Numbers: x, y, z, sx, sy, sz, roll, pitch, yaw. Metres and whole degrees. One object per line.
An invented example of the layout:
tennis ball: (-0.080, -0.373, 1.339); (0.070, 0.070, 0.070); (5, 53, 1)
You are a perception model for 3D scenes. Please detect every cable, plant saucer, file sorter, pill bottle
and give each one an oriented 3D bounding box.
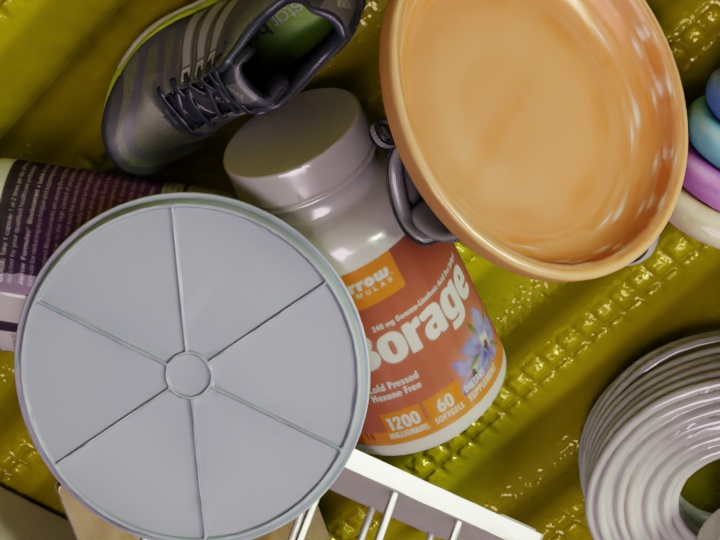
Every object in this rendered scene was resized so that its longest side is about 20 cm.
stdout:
cable: (0.234, 0.130, 1.405); (0.200, 0.069, 0.200); (39, 120, -20)
plant saucer: (0.088, -0.089, 1.201); (0.200, 0.201, 0.037); (39, 148, -20)
file sorter: (-0.022, 0.174, 1.377); (0.199, 0.125, 0.139); (27, 167, -21)
pill bottle: (-0.174, -0.005, 1.326); (0.198, 0.112, 0.112); (9, 126, -1)
pill bottle: (0.000, 0.000, 1.310); (0.112, 0.112, 0.201); (-17, 122, 17)

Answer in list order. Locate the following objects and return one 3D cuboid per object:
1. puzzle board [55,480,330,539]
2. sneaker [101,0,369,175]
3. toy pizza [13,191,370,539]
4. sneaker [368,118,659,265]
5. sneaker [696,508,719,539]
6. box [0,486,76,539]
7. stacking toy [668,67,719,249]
puzzle board: (-0.092, 0.192, 1.460); (0.150, 0.017, 0.201); (-23, 110, -10)
sneaker: (-0.074, -0.114, 1.257); (0.074, 0.081, 0.200); (40, 120, -21)
toy pizza: (-0.093, 0.054, 1.262); (0.199, 0.032, 0.202); (1, 102, 5)
sneaker: (0.081, -0.044, 1.263); (0.200, 0.114, 0.075); (40, 135, -19)
sneaker: (0.297, 0.206, 1.348); (0.199, 0.100, 0.078); (9, 128, -2)
box: (-0.203, 0.226, 1.514); (0.199, 0.078, 0.095); (28, 123, -14)
stacking toy: (0.232, -0.110, 1.237); (0.085, 0.086, 0.201); (20, 118, -8)
